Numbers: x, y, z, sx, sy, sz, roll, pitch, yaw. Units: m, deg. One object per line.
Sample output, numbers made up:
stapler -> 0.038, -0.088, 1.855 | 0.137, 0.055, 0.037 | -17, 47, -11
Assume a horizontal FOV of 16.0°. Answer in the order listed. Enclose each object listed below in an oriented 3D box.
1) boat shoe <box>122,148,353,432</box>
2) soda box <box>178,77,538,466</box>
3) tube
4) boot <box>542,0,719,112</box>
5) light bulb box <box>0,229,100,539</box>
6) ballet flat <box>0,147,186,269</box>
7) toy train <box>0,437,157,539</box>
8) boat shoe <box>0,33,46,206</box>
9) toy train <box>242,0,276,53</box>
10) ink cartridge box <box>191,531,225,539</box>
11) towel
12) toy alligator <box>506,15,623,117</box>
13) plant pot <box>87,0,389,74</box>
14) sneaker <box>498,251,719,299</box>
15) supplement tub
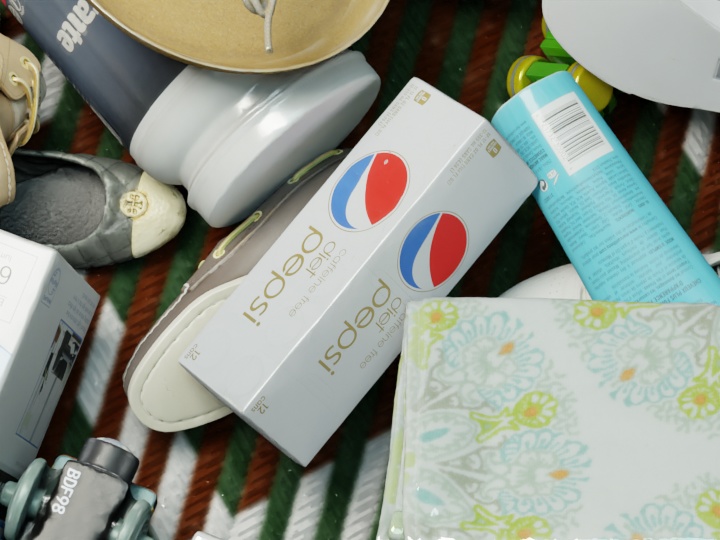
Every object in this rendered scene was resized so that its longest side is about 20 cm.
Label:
boat shoe -> -0.055, 0.008, 1.406 | 0.200, 0.059, 0.072 | -43, 126, -10
soda box -> 0.000, 0.000, 1.355 | 0.200, 0.064, 0.068 | -51, 43, -4
tube -> 0.142, -0.011, 1.366 | 0.077, 0.050, 0.200 | -34, 77, 14
boot -> 0.201, -0.137, 1.420 | 0.199, 0.074, 0.096 | 22, 37, 1
light bulb box -> -0.268, 0.060, 1.324 | 0.197, 0.125, 0.201 | 20, 81, 9
ballet flat -> -0.195, -0.040, 1.411 | 0.199, 0.057, 0.067 | 7, 74, -2
toy train -> -0.165, 0.185, 1.324 | 0.085, 0.114, 0.201 | 20, 74, 4
boat shoe -> -0.203, -0.099, 1.381 | 0.069, 0.074, 0.200 | -5, 37, -17
toy train -> -0.092, -0.202, 1.277 | 0.115, 0.085, 0.201 | 8, 59, -6
ink cartridge box -> -0.018, 0.242, 1.333 | 0.199, 0.088, 0.146 | 20, 75, 3
towel -> 0.112, 0.087, 1.279 | 0.199, 0.048, 0.172 | 2, 52, 5
toy alligator -> 0.116, -0.092, 1.451 | 0.054, 0.059, 0.200 | 41, 72, -35
plant pot -> -0.076, -0.182, 1.333 | 0.199, 0.027, 0.201 | 10, 59, -18
sneaker -> 0.165, 0.019, 1.409 | 0.199, 0.081, 0.077 | -7, 77, -4
supplement tub -> -0.098, -0.138, 1.401 | 0.140, 0.140, 0.200 | -39, 81, -13
